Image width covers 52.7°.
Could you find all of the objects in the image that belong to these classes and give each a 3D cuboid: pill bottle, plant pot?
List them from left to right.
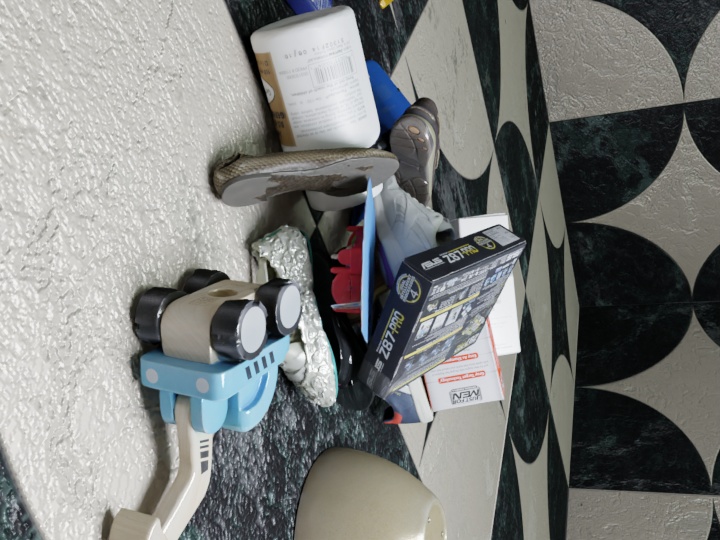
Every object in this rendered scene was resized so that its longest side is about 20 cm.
[{"bbox_3d":[-0.040,-0.175,0.801,0.115,0.113,0.202,-56,136,-56],"label":"pill bottle"},{"bbox_3d":[0.026,0.312,0.854,0.200,0.133,0.203,-5,90,-67],"label":"plant pot"}]

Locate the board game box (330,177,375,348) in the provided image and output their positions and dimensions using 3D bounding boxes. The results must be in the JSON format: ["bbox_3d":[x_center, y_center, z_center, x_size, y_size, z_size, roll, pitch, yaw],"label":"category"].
[{"bbox_3d":[-0.008,-0.005,0.776,0.200,0.039,0.160,75,17,-77],"label":"board game box"}]

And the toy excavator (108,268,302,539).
[{"bbox_3d":[-0.126,0.116,0.591,0.194,0.099,0.202,-30,123,-63],"label":"toy excavator"}]

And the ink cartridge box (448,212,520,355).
[{"bbox_3d":[0.162,0.023,1.087,0.146,0.082,0.202,173,-89,-73],"label":"ink cartridge box"}]

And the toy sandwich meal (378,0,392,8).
[{"bbox_3d":[-0.001,-0.437,0.979,0.206,0.070,0.205,58,7,-11],"label":"toy sandwich meal"}]

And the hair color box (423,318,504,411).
[{"bbox_3d":[0.124,0.078,0.975,0.061,0.101,0.202,-41,118,-76],"label":"hair color box"}]

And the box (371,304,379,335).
[{"bbox_3d":[0.084,0.053,1.142,0.200,0.049,0.200,51,40,-53],"label":"box"}]

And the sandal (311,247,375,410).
[{"bbox_3d":[-0.042,0.075,0.815,0.202,0.075,0.048,69,25,-14],"label":"sandal"}]

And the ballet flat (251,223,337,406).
[{"bbox_3d":[-0.076,0.054,0.762,0.072,0.071,0.202,-33,114,-64],"label":"ballet flat"}]

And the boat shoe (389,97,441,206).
[{"bbox_3d":[0.078,-0.150,0.976,0.074,0.074,0.200,-59,171,-26],"label":"boat shoe"}]

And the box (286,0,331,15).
[{"bbox_3d":[-0.084,-0.383,0.833,0.200,0.032,0.122,40,50,-63],"label":"box"}]

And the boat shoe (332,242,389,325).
[{"bbox_3d":[-0.001,0.000,0.919,0.200,0.071,0.068,-51,131,-59],"label":"boat shoe"}]

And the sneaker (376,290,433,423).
[{"bbox_3d":[0.035,0.122,0.970,0.075,0.084,0.202,-66,141,-69],"label":"sneaker"}]

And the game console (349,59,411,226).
[{"bbox_3d":[0.003,-0.185,1.028,0.171,0.118,0.200,50,30,-4],"label":"game console"}]

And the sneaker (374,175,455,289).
[{"bbox_3d":[0.063,-0.052,0.911,0.075,0.099,0.201,78,0,-46],"label":"sneaker"}]

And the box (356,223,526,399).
[{"bbox_3d":[0.095,0.041,0.822,0.199,0.049,0.162,-21,138,-47],"label":"box"}]

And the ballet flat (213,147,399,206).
[{"bbox_3d":[-0.052,-0.103,0.730,0.047,0.198,0.068,65,-28,26],"label":"ballet flat"}]
